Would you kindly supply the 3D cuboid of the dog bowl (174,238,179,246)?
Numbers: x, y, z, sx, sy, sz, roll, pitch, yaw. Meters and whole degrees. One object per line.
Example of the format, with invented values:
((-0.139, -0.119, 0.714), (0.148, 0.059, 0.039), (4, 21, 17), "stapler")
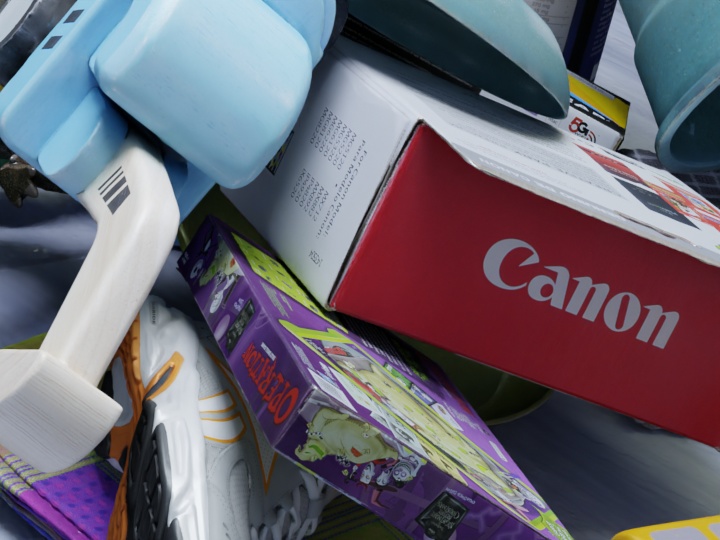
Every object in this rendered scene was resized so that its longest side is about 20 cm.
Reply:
((-0.061, -0.066, 1.125), (0.111, 0.050, 0.200), (26, 30, 22), "dog bowl")

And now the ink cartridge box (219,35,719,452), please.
((0.069, -0.007, 0.898), (0.199, 0.084, 0.176), (20, 13, -28), "ink cartridge box")

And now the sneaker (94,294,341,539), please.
((-0.040, 0.075, 0.797), (0.092, 0.076, 0.200), (12, 28, -15), "sneaker")

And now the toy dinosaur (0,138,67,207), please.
((-0.117, -0.063, 0.963), (0.102, 0.199, 0.077), (-25, 89, -60), "toy dinosaur")

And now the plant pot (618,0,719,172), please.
((0.186, -0.179, 1.053), (0.200, 0.200, 0.197), (-12, 69, -41), "plant pot")

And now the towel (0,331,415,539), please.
((-0.075, 0.078, 0.875), (0.200, 0.023, 0.143), (34, 32, 33), "towel")

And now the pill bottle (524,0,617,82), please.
((0.087, -0.164, 1.217), (0.111, 0.201, 0.112), (11, 27, -6), "pill bottle")

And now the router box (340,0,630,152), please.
((0.033, -0.103, 1.109), (0.199, 0.051, 0.149), (29, 12, 1), "router box")

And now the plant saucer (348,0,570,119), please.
((0.006, -0.125, 0.935), (0.200, 0.028, 0.200), (32, -1, 1), "plant saucer")

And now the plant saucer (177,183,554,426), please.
((0.000, 0.000, 0.999), (0.199, 0.031, 0.201), (22, 37, -18), "plant saucer")

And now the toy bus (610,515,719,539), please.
((0.153, 0.131, 0.836), (0.199, 0.065, 0.078), (-4, 32, -32), "toy bus")

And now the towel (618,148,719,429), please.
((0.208, 0.008, 1.077), (0.199, 0.086, 0.166), (9, 27, -11), "towel")

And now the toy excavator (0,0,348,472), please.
((-0.079, -0.043, 0.804), (0.100, 0.195, 0.200), (39, 5, -23), "toy excavator")

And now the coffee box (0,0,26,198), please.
((-0.172, -0.134, 0.985), (0.200, 0.123, 0.044), (44, 5, -40), "coffee box")

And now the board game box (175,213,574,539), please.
((0.003, 0.046, 0.794), (0.120, 0.032, 0.200), (30, 8, -19), "board game box")
